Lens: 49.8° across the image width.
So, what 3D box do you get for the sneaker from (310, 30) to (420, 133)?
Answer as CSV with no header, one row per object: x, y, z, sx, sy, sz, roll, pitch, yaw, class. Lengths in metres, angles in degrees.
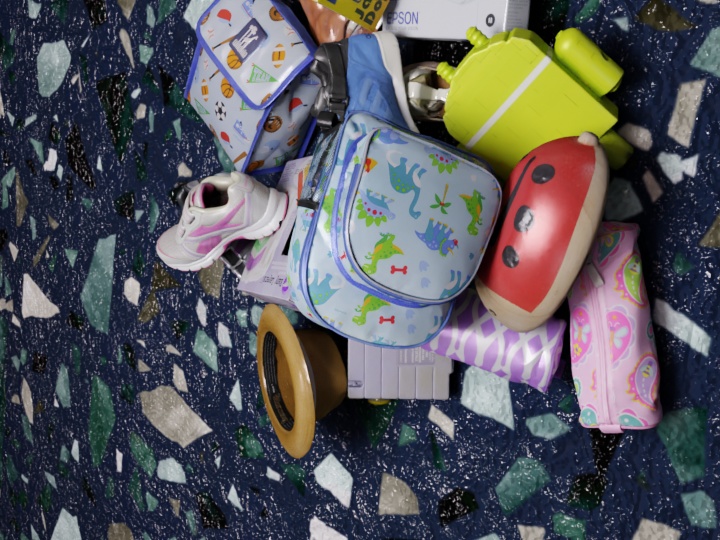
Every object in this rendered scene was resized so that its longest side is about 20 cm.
0.002,-0.156,0.843,0.077,0.109,0.204,155,103,-75,sneaker

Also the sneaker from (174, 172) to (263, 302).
-0.205,-0.039,1.087,0.078,0.138,0.203,-41,69,44,sneaker

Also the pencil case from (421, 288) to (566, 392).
0.120,0.064,0.826,0.197,0.086,0.085,20,66,20,pencil case

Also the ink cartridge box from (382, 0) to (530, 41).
0.100,-0.347,0.815,0.198,0.040,0.204,20,112,50,ink cartridge box

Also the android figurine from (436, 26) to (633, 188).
0.164,-0.152,0.761,0.199,0.041,0.182,38,127,-6,android figurine

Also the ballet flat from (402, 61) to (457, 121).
0.092,-0.196,0.857,0.198,0.067,0.070,16,106,38,ballet flat

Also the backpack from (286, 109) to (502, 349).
0.025,-0.030,0.730,0.204,0.180,0.147,-72,18,-2,backpack

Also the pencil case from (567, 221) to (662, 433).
0.241,0.052,0.757,0.086,0.087,0.204,-5,95,41,pencil case

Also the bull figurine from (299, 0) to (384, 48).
-0.040,-0.352,0.948,0.121,0.065,0.203,-33,75,38,bull figurine

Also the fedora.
-0.070,0.130,0.967,0.200,0.080,0.205,171,90,-68,fedora

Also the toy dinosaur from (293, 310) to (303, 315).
0.000,0.000,0.940,0.101,0.058,0.201,36,104,-18,toy dinosaur

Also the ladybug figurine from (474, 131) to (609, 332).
0.162,-0.038,0.724,0.136,0.071,0.203,-104,32,-63,ladybug figurine

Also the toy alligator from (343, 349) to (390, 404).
-0.020,0.137,1.014,0.197,0.054,0.061,5,100,40,toy alligator

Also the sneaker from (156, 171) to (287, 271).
-0.189,-0.071,0.974,0.198,0.088,0.082,-25,43,25,sneaker

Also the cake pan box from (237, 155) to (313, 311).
-0.068,-0.047,0.937,0.199,0.052,0.187,8,78,64,cake pan box

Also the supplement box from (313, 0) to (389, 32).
-0.053,-0.367,0.852,0.200,0.109,0.110,42,111,31,supplement box

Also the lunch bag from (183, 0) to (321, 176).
-0.131,-0.247,0.989,0.171,0.123,0.201,53,137,19,lunch bag

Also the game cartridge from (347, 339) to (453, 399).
0.048,0.050,0.914,0.127,0.038,0.204,0,99,-2,game cartridge
